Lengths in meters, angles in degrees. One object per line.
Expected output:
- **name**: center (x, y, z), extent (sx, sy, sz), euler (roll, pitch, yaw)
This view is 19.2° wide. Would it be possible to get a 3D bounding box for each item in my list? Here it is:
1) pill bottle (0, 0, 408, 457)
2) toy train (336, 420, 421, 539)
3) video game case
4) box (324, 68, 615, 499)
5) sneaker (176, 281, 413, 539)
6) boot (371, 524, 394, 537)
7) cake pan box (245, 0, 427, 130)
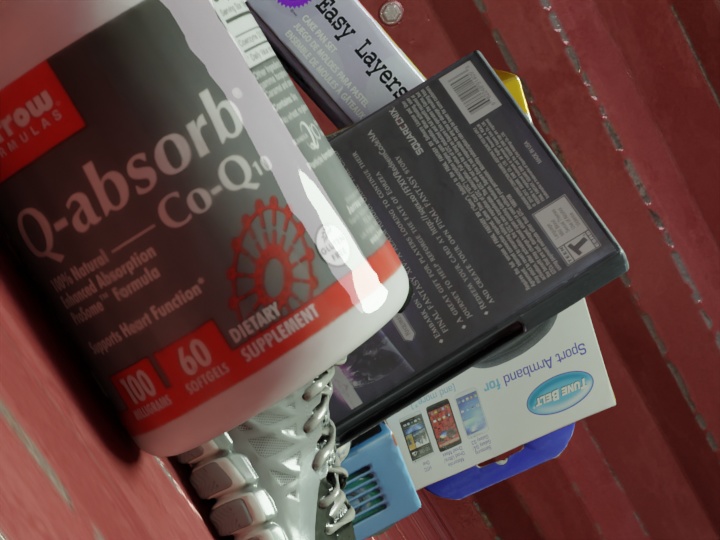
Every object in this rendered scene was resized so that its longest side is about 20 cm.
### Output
- **pill bottle**: center (-0.079, -0.046, 0.747), extent (0.201, 0.115, 0.116), euler (58, 0, -5)
- **toy train**: center (-0.045, 0.045, 1.030), extent (0.200, 0.086, 0.115), euler (56, -11, 48)
- **video game case**: center (0.000, 0.000, 0.941), extent (0.143, 0.199, 0.019), euler (58, 0, 39)
- **box**: center (0.049, 0.016, 1.047), extent (0.041, 0.118, 0.202), euler (-151, -140, -72)
- **sneaker**: center (-0.016, 0.056, 0.850), extent (0.201, 0.115, 0.075), euler (58, 0, -8)
- **boot**: center (-0.041, 0.070, 1.395), extent (0.166, 0.065, 0.200), euler (61, -5, -20)
- **cake pan box**: center (-0.009, -0.108, 1.133), extent (0.184, 0.052, 0.200), euler (50, 0, -16)
